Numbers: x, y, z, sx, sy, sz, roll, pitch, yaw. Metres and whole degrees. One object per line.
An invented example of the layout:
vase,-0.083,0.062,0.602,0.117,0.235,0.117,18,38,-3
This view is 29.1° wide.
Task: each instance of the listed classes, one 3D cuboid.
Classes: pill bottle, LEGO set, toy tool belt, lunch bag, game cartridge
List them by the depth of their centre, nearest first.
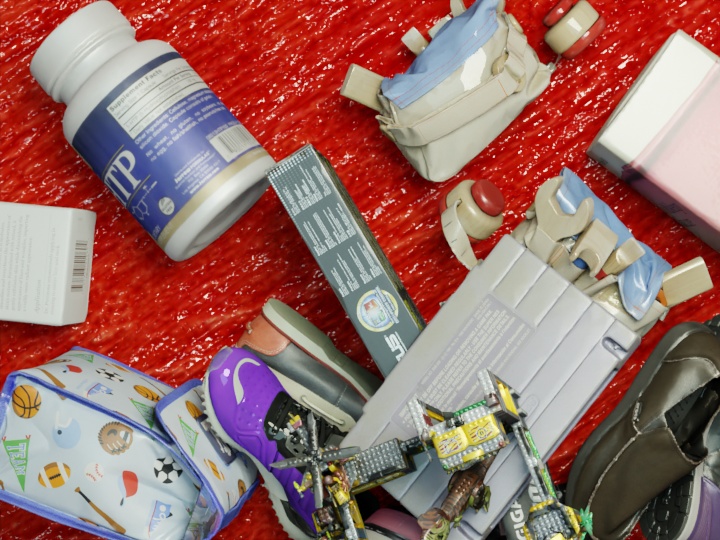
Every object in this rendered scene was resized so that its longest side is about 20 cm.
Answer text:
LEGO set,0.047,0.151,0.916,0.198,0.116,0.155,-16,74,13
game cartridge,0.090,0.088,0.997,0.129,0.038,0.200,39,91,25
toy tool belt,0.173,-0.024,1.104,0.200,0.125,0.123,42,122,-10
lunch bag,-0.184,0.146,1.125,0.199,0.170,0.125,23,97,5
toy tool belt,0.090,-0.176,1.129,0.200,0.125,0.123,-44,96,2
pill bottle,-0.174,-0.119,1.148,0.120,0.120,0.200,-42,87,3

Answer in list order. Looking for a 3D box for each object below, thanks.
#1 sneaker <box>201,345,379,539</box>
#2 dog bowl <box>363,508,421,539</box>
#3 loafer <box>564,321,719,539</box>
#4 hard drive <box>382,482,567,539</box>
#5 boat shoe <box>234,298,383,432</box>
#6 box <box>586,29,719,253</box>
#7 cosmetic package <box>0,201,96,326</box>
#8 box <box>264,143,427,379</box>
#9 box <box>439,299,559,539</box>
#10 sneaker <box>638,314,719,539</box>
sneaker,-0.044,0.137,1.113,0.099,0.070,0.201,-6,127,39
dog bowl,0.064,0.258,1.064,0.199,0.200,0.074,34,72,4
loafer,0.230,0.137,1.092,0.073,0.071,0.201,21,101,-34
hard drive,0.116,0.258,1.168,0.198,0.038,0.141,-9,89,3
boat shoe,-0.019,0.108,1.162,0.200,0.071,0.063,39,100,4
box,0.293,-0.083,1.110,0.199,0.128,0.109,37,93,4
cosmetic package,-0.334,-0.012,1.184,0.198,0.074,0.103,7,90,6
box,0.000,0.000,1.115,0.044,0.160,0.201,-31,89,4
box,0.116,0.130,1.084,0.046,0.159,0.202,-17,73,4
sneaker,0.297,0.138,1.151,0.087,0.076,0.202,21,83,-25
